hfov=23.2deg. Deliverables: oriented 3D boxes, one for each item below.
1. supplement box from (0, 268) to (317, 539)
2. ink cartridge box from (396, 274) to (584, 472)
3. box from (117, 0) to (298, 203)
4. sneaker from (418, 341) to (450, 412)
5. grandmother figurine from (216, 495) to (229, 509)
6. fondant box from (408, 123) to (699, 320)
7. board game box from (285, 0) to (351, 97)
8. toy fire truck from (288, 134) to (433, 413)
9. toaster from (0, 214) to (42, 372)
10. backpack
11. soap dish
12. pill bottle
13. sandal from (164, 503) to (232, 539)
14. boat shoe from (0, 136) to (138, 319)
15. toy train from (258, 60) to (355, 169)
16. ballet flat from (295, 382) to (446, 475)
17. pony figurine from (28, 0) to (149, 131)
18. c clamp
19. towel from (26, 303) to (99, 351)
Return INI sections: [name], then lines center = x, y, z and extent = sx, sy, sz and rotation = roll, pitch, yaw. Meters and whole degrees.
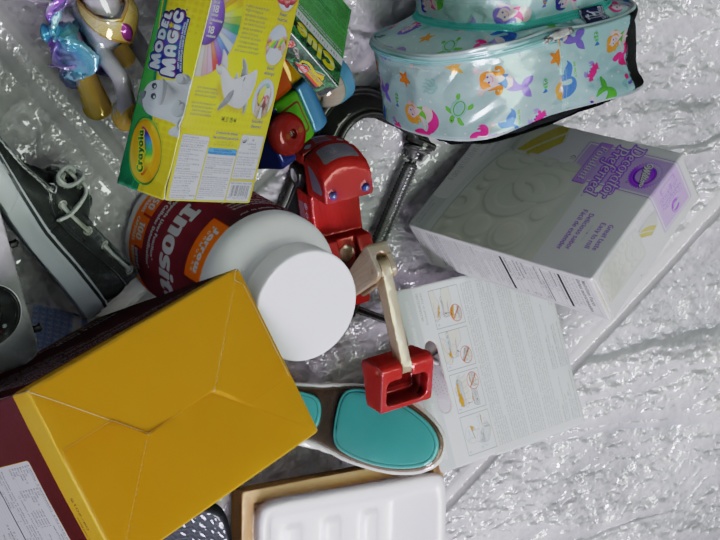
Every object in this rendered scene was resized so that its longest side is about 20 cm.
[supplement box]
center = -0.181, 0.114, 1.257
extent = 0.197, 0.200, 0.133
rotation = -32, 99, -40
[ink cartridge box]
center = 0.104, 0.082, 1.540
extent = 0.200, 0.050, 0.162
rotation = -13, 88, -42
[box]
center = -0.099, -0.149, 1.212
extent = 0.117, 0.048, 0.200
rotation = -1, 110, -64
[sneaker]
center = 0.046, 0.103, 1.567
extent = 0.200, 0.078, 0.100
rotation = -14, 108, -39
[grandmother figurine]
center = -0.195, 0.168, 1.434
extent = 0.200, 0.061, 0.121
rotation = 15, 107, -33
[fondant box]
center = 0.162, -0.051, 1.484
extent = 0.144, 0.200, 0.058
rotation = -51, 136, -22
[board game box]
center = -0.078, -0.231, 1.310
extent = 0.023, 0.105, 0.200
rotation = -27, 123, 26
[toy fire truck]
center = 0.000, 0.000, 1.425
extent = 0.049, 0.141, 0.200
rotation = -16, 115, -22
[toaster]
center = -0.319, -0.034, 1.208
extent = 0.119, 0.200, 0.181
rotation = -23, 126, -22
[backpack]
center = 0.111, -0.183, 1.433
extent = 0.200, 0.177, 0.151
rotation = -27, 118, -25
[soap dish]
center = -0.023, 0.244, 1.509
extent = 0.200, 0.081, 0.158
rotation = -7, 103, -32
[pill bottle]
center = -0.091, -0.003, 1.350
extent = 0.113, 0.200, 0.113
rotation = -12, 113, -30
[sandal]
center = -0.153, 0.256, 1.474
extent = 0.076, 0.043, 0.200
rotation = 10, 132, -7
[boat shoe]
center = -0.232, -0.049, 1.319
extent = 0.068, 0.074, 0.199
rotation = -40, 124, -10
[toy train]
center = -0.082, -0.190, 1.374
extent = 0.116, 0.085, 0.200
rotation = -41, 119, -34
[ballet flat]
center = -0.019, 0.126, 1.469
extent = 0.069, 0.200, 0.070
rotation = 9, 90, -74
[pony figurine]
center = -0.197, -0.199, 1.239
extent = 0.166, 0.193, 0.200
rotation = -35, 142, -15
[c clamp]
center = 0.006, -0.055, 1.509
extent = 0.171, 0.027, 0.200
rotation = 13, 101, -31
[towel]
center = -0.230, 0.100, 1.369
extent = 0.200, 0.024, 0.147
rotation = 15, 70, -36
